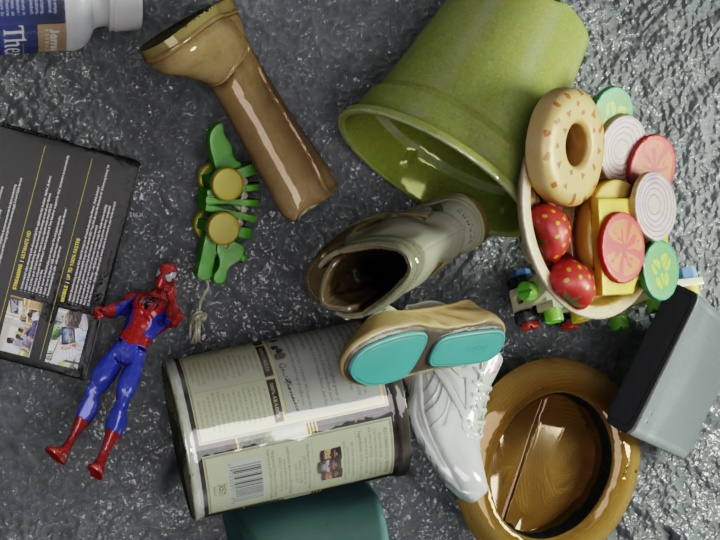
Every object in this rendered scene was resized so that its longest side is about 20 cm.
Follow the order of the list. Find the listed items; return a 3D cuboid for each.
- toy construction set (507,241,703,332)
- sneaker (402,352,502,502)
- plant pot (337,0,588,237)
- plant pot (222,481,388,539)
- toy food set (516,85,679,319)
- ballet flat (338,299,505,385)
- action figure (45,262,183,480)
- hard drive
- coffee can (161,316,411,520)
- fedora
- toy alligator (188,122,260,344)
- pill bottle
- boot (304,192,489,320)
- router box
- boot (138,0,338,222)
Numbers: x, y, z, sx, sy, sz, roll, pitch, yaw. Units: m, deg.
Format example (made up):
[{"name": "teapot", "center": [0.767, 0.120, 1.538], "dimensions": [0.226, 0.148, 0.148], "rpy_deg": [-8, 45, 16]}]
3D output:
[{"name": "toy construction set", "center": [0.213, 0.007, 1.530], "dimensions": [0.199, 0.130, 0.093], "rpy_deg": [21, 59, -40]}, {"name": "sneaker", "center": [0.088, 0.111, 1.494], "dimensions": [0.099, 0.078, 0.202], "rpy_deg": [-23, 60, 6]}, {"name": "plant pot", "center": [0.109, -0.161, 1.478], "dimensions": [0.199, 0.200, 0.185], "rpy_deg": [34, 76, -14]}, {"name": "plant pot", "center": [-0.032, 0.283, 1.478], "dimensions": [0.140, 0.200, 0.143], "rpy_deg": [-13, 100, -11]}, {"name": "toy food set", "center": [0.209, -0.059, 1.423], "dimensions": [0.197, 0.048, 0.203], "rpy_deg": [-3, 89, -43]}, {"name": "ballet flat", "center": [0.042, 0.058, 1.423], "dimensions": [0.199, 0.063, 0.069], "rpy_deg": [-2, 129, -45]}, {"name": "action figure", "center": [-0.209, 0.071, 1.429], "dimensions": [0.065, 0.099, 0.201], "rpy_deg": [20, 67, 11]}, {"name": "hard drive", "center": [0.300, 0.099, 1.550], "dimensions": [0.033, 0.200, 0.141], "rpy_deg": [26, 90, 27]}, {"name": "coffee can", "center": [-0.068, 0.132, 1.479], "dimensions": [0.198, 0.146, 0.148], "rpy_deg": [-11, 99, -11]}, {"name": "fedora", "center": [0.170, 0.182, 1.573], "dimensions": [0.198, 0.082, 0.203], "rpy_deg": [0, 90, -16]}, {"name": "toy alligator", "center": [-0.121, -0.032, 1.493], "dimensions": [0.054, 0.059, 0.203], "rpy_deg": [3, 96, -21]}, {"name": "pill bottle", "center": [-0.289, -0.242, 1.404], "dimensions": [0.198, 0.111, 0.112], "rpy_deg": [-5, 98, -12]}, {"name": "boot", "center": [0.000, 0.000, 1.438], "dimensions": [0.199, 0.154, 0.073], "rpy_deg": [-22, 96, 36]}, {"name": "router box", "center": [-0.291, -0.019, 1.459], "dimensions": [0.148, 0.051, 0.202], "rpy_deg": [15, 93, -12]}, {"name": "boot", "center": [-0.098, -0.134, 1.436], "dimensions": [0.066, 0.175, 0.201], "rpy_deg": [-25, 101, 24]}]
